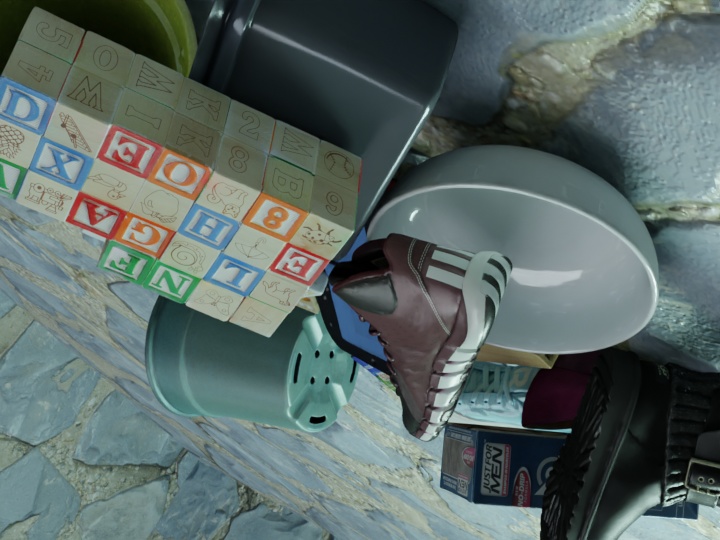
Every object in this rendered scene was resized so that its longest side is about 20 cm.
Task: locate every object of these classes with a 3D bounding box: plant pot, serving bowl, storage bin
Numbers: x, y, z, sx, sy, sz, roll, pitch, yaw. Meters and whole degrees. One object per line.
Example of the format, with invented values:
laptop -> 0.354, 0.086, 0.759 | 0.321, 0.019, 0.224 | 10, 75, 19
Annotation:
plant pot -> -0.228, -0.142, 0.829 | 0.199, 0.202, 0.184 | 34, 169, -2
plant pot -> -0.116, 0.097, 1.214 | 0.194, 0.202, 0.201 | 11, 152, 32
serving bowl -> 0.107, -0.021, 0.701 | 0.197, 0.067, 0.201 | 15, 151, 9
storage bin -> -0.031, -0.110, 0.641 | 0.133, 0.147, 0.201 | 26, 137, -7

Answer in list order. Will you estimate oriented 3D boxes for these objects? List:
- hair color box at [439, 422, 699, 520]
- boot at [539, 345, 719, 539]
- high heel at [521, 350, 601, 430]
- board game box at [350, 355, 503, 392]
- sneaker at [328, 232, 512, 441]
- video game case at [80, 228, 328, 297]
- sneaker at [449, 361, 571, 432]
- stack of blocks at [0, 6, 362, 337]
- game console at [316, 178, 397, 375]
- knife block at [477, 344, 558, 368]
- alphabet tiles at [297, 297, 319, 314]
hair color box -> 0.176, 0.169, 0.872 | 0.197, 0.062, 0.100 | 6, 174, -11
boot -> 0.228, 0.163, 0.754 | 0.155, 0.080, 0.214 | 13, 116, -3
high heel -> 0.233, 0.129, 0.835 | 0.198, 0.097, 0.068 | 23, 159, 29
board game box -> 0.105, 0.129, 1.129 | 0.199, 0.041, 0.200 | 38, 160, -10
sneaker -> 0.028, 0.038, 0.719 | 0.114, 0.076, 0.201 | 22, 140, 5
video game case -> -0.143, -0.016, 0.897 | 0.180, 0.023, 0.199 | 25, 166, -21
sneaker -> 0.149, 0.111, 0.967 | 0.197, 0.075, 0.083 | 13, 141, 10
stack of blocks -> -0.112, -0.048, 0.582 | 0.198, 0.059, 0.115 | 23, 137, -19
game console -> 0.000, 0.000, 0.858 | 0.199, 0.031, 0.179 | 20, 131, 61
knife block -> 0.090, 0.040, 0.911 | 0.198, 0.064, 0.176 | 28, 160, 18
alphabet tiles -> -0.120, -0.006, 0.980 | 0.165, 0.008, 0.200 | 21, 166, 8
